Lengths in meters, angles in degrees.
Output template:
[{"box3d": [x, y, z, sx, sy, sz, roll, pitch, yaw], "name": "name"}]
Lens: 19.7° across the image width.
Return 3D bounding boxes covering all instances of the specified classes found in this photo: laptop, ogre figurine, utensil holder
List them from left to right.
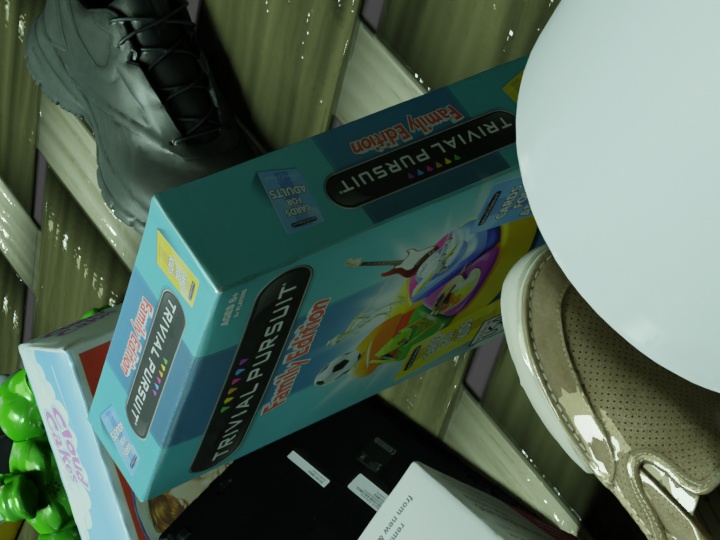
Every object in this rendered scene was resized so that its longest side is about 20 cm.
[{"box3d": [-0.167, 0.130, 1.278, 0.119, 0.098, 0.201, -9, 117, 41], "name": "ogre figurine"}, {"box3d": [-0.014, 0.180, 1.014, 0.177, 0.200, 0.103, 33, 163, 43], "name": "laptop"}, {"box3d": [0.151, -0.070, 0.563, 0.171, 0.169, 0.200, 59, 151, 14], "name": "utensil holder"}]

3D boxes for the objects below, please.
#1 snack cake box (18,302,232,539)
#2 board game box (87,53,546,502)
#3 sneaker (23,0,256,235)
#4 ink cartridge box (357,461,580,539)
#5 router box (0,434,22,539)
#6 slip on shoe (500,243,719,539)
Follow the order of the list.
[{"box3d": [-0.096, 0.115, 1.125, 0.067, 0.114, 0.201, 0, 109, 58], "name": "snack cake box"}, {"box3d": [0.000, 0.000, 0.813, 0.047, 0.199, 0.151, 53, 147, 21], "name": "board game box"}, {"box3d": [-0.106, -0.091, 1.053, 0.200, 0.076, 0.091, 49, 139, 25], "name": "sneaker"}, {"box3d": [0.096, 0.178, 0.823, 0.200, 0.145, 0.085, 39, 96, 38], "name": "ink cartridge box"}, {"box3d": [-0.342, 0.201, 1.489, 0.051, 0.199, 0.149, 58, 148, 19], "name": "router box"}, {"box3d": [0.127, 0.072, 0.780, 0.201, 0.076, 0.061, 62, 155, 4], "name": "slip on shoe"}]
